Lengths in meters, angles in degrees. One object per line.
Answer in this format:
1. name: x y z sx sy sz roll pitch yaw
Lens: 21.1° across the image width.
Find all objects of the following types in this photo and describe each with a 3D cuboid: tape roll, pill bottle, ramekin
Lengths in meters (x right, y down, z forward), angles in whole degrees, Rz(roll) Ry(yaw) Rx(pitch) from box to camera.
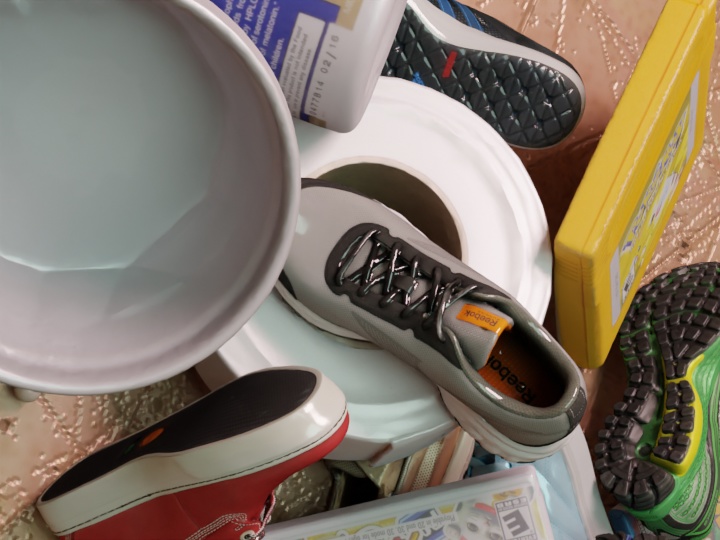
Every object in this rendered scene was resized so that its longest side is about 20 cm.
1. tape roll: 0.000 0.000 1.044 0.201 0.071 0.204 3 74 -11
2. pill bottle: -0.077 -0.158 0.984 0.199 0.120 0.120 20 78 2
3. ramekin: -0.131 -0.053 0.897 0.199 0.105 0.201 -3 112 -8

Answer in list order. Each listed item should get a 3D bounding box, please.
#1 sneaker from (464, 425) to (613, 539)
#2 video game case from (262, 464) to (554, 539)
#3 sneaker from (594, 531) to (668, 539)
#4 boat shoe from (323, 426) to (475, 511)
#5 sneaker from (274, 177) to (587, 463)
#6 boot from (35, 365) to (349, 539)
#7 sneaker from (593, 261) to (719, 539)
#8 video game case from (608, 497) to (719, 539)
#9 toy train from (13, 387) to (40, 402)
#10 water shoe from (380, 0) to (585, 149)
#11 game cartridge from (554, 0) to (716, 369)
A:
1. sneaker: 0.089 0.131 1.131 0.082 0.074 0.201 -32 103 -30
2. video game case: 0.021 0.215 1.053 0.199 0.023 0.183 -14 98 9
3. sneaker: 0.120 0.219 1.106 0.078 0.200 0.076 42 26 -27
4. boat shoe: 0.017 0.103 1.091 0.071 0.076 0.201 13 81 -27
5. sneaker: 0.034 0.016 0.968 0.200 0.079 0.074 36 73 1
6. boot: -0.055 0.137 0.980 0.145 0.200 0.072 55 38 -11
7. sneaker: 0.199 0.077 1.188 0.085 0.078 0.201 53 47 -37
8. video game case: 0.257 0.168 1.238 0.199 0.018 0.144 -30 103 -28
9. toy train: -0.230 0.005 0.961 0.199 0.056 0.151 -12 94 -30
10. water shoe: 0.033 -0.127 1.113 0.199 0.079 0.072 27 107 -4
11. game cartridge: 0.160 -0.050 1.121 0.032 0.200 0.177 23 75 13
